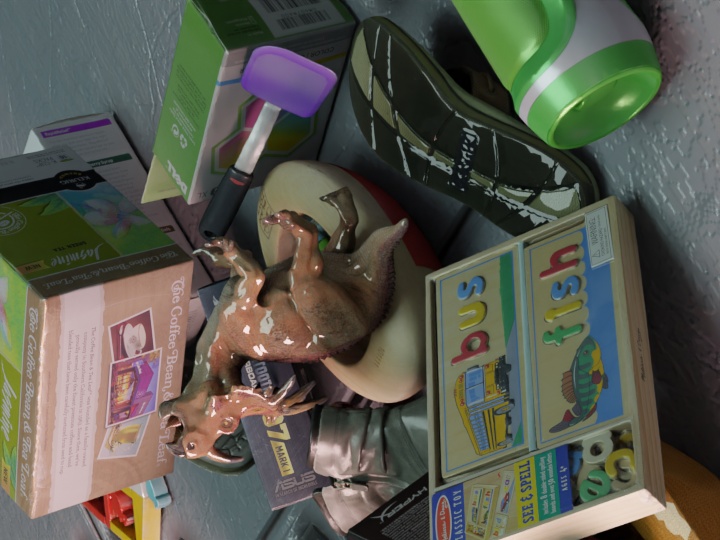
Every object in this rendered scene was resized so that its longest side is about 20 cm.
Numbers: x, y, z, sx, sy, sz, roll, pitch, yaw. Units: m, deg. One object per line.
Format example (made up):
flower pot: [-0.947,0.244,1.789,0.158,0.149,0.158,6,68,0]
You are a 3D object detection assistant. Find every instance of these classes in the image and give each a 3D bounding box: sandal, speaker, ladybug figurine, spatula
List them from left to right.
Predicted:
spatula: [-0.073,-0.081,1.338,0.021,0.056,0.200,-73,10,-45]
ladybug figurine: [0.000,0.000,1.342,0.200,0.072,0.136,52,143,31]
sandal: [0.068,-0.083,1.217,0.201,0.057,0.080,39,131,23]
speaker: [0.087,-0.168,1.112,0.200,0.088,0.088,61,147,21]

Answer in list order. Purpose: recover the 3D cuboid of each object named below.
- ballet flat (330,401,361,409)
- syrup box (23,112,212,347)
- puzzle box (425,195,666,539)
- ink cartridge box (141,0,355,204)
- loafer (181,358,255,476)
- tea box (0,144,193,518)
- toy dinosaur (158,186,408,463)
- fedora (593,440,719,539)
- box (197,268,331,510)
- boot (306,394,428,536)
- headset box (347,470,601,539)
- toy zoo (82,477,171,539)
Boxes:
ballet flat: [0.047,0.163,1.367,0.201,0.072,0.072,61,147,20]
syrup box: [-0.205,-0.029,1.649,0.200,0.081,0.079,58,143,25]
puzzle box: [0.097,0.063,1.106,0.133,0.025,0.200,-24,45,26]
ink cartridge box: [-0.081,-0.107,1.390,0.059,0.104,0.200,54,144,30]
loafer: [-0.136,0.117,1.636,0.200,0.075,0.070,30,160,48]
tea box: [-0.238,0.043,1.534,0.197,0.133,0.200,37,131,40]
toy dinosaur: [-0.038,0.032,1.259,0.200,0.086,0.136,-23,91,18]
fedora: [0.163,0.159,1.141,0.200,0.082,0.201,34,141,34]
box: [-0.063,0.079,1.416,0.200,0.051,0.158,112,139,-88]
boot: [0.045,0.147,1.247,0.068,0.130,0.200,-82,-23,-50]
headset box: [0.098,0.216,1.126,0.200,0.075,0.149,17,131,47]
toy zoo: [-0.232,0.178,1.851,0.200,0.020,0.132,29,128,50]
